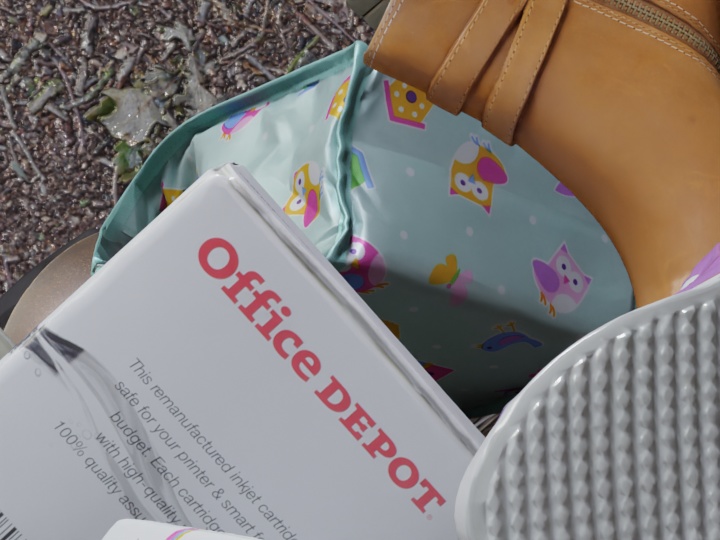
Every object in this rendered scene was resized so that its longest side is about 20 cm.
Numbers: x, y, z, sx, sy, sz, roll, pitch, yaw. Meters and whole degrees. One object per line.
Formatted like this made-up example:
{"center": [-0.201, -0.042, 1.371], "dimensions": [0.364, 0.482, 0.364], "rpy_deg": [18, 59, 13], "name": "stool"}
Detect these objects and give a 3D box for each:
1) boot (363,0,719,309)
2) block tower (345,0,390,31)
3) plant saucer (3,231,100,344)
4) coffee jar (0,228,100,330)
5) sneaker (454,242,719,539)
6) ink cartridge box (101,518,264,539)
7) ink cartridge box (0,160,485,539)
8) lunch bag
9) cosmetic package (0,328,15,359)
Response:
{"center": [0.073, -0.046, 0.802], "dimensions": [0.074, 0.154, 0.201], "rpy_deg": [120, 168, -64], "name": "boot"}
{"center": [0.087, -0.072, 1.046], "dimensions": [0.054, 0.200, 0.058], "rpy_deg": [-35, 15, 45], "name": "block tower"}
{"center": [-0.077, 0.074, 1.076], "dimensions": [0.032, 0.201, 0.200], "rpy_deg": [-15, 23, 50], "name": "plant saucer"}
{"center": [-0.103, 0.081, 1.170], "dimensions": [0.104, 0.200, 0.085], "rpy_deg": [-39, 4, 33], "name": "coffee jar"}
{"center": [0.102, 0.034, 0.686], "dimensions": [0.200, 0.073, 0.114], "rpy_deg": [-33, -1, -19], "name": "sneaker"}
{"center": [-0.056, 0.146, 0.616], "dimensions": [0.145, 0.085, 0.200], "rpy_deg": [-53, 9, -13], "name": "ink cartridge box"}
{"center": [-0.067, 0.081, 0.789], "dimensions": [0.200, 0.145, 0.083], "rpy_deg": [-42, 2, 5], "name": "ink cartridge box"}
{"center": [0.000, 0.000, 1.006], "dimensions": [0.200, 0.170, 0.123], "rpy_deg": [-23, 56, 49], "name": "lunch bag"}
{"center": [-0.117, 0.119, 0.891], "dimensions": [0.103, 0.200, 0.087], "rpy_deg": [-40, 2, -10], "name": "cosmetic package"}
